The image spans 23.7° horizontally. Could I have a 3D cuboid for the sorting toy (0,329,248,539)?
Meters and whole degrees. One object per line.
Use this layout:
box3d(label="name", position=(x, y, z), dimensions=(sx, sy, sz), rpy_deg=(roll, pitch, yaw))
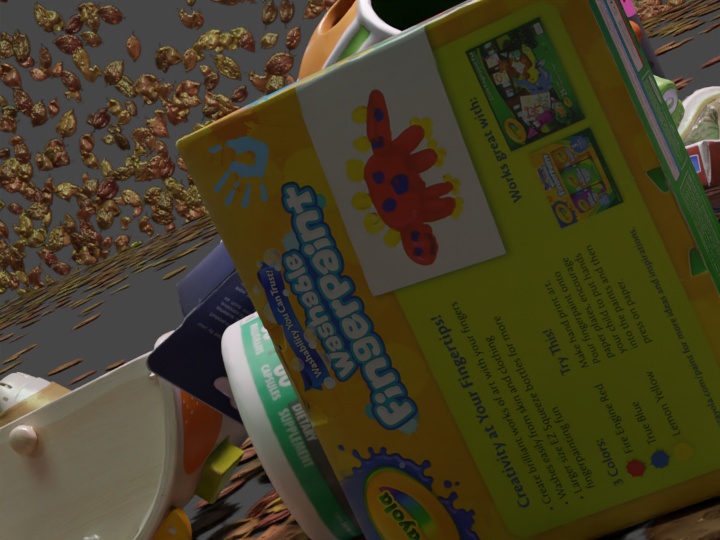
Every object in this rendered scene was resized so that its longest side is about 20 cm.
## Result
box3d(label="sorting toy", position=(-0.127, 0.109, 0.946), dimensions=(0.200, 0.107, 0.180), rpy_deg=(-27, -2, 22))

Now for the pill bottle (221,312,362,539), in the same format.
box3d(label="pill bottle", position=(0.048, 0.034, 0.776), dimensions=(0.200, 0.113, 0.113), rpy_deg=(-26, 8, 4))

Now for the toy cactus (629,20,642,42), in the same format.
box3d(label="toy cactus", position=(0.095, -0.086, 1.028), dimensions=(0.102, 0.200, 0.165), rpy_deg=(16, 35, 24))

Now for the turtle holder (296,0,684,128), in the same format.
box3d(label="turtle holder", position=(0.052, -0.079, 0.872), dimensions=(0.141, 0.185, 0.132), rpy_deg=(-37, -31, -28))

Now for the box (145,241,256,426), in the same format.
box3d(label="box", position=(0.000, 0.000, 0.827), dimensions=(0.200, 0.121, 0.032), rpy_deg=(-43, 37, 17))

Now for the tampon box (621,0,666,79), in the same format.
box3d(label="tampon box", position=(0.153, -0.148, 1.502), dimensions=(0.200, 0.150, 0.126), rpy_deg=(-27, 7, -5))

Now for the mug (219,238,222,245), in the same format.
box3d(label="mug", position=(0.013, 0.010, 0.978), dimensions=(0.186, 0.150, 0.153), rpy_deg=(-33, 16, -1))

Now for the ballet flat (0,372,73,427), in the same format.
box3d(label="ballet flat", position=(-0.323, 0.125, 1.557), dimensions=(0.200, 0.063, 0.069), rpy_deg=(-18, 11, 44))

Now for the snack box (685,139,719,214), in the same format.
box3d(label="snack box", position=(0.207, -0.047, 0.872), dimensions=(0.200, 0.024, 0.072), rpy_deg=(-3, -9, -42))

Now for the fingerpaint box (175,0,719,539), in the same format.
box3d(label="fingerpaint box", position=(0.051, 0.003, 0.655), dimensions=(0.167, 0.200, 0.073), rpy_deg=(-24, 7, 20))

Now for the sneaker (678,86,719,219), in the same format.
box3d(label="sneaker", position=(0.223, -0.056, 1.076), dimensions=(0.088, 0.077, 0.200), rpy_deg=(19, 34, 34))
